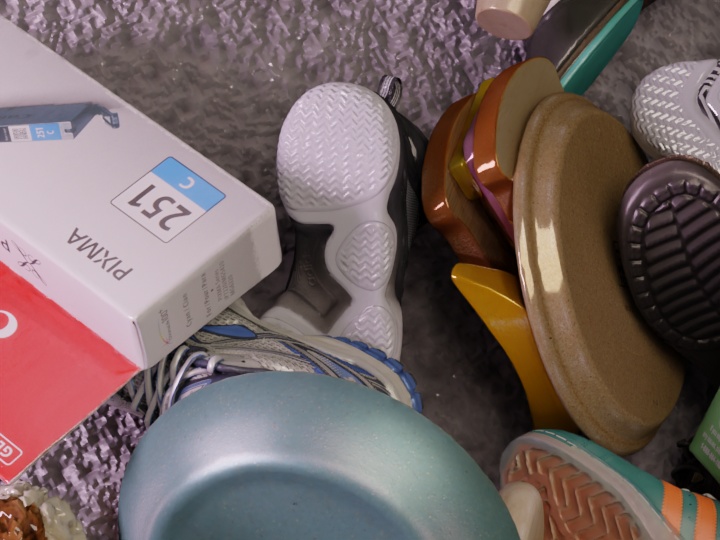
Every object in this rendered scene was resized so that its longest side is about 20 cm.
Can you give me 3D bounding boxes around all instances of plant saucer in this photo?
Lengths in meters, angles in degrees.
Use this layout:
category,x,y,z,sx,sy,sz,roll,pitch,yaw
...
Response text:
category,x,y,z,sx,sy,sz,roll,pitch,yaw
plant saucer,-0.024,0.141,1.322,0.200,0.200,0.036,38,32,-2

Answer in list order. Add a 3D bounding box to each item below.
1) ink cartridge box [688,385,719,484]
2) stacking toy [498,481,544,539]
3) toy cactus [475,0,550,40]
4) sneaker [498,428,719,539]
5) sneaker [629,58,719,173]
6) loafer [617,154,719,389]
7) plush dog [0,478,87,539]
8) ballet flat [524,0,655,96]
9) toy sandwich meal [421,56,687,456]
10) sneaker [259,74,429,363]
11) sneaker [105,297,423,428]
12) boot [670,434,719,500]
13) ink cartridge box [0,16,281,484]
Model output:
category,x,y,z,sx,sy,sz,roll,pitch,yaw
ink cartridge box,0.252,0.035,1.367,0.087,0.145,0.200,23,102,-18
stacking toy,-0.017,0.130,1.378,0.200,0.085,0.085,8,68,11
toy cactus,0.097,-0.192,1.500,0.200,0.102,0.165,6,64,29
sneaker,0.158,0.140,1.397,0.200,0.071,0.080,38,35,18
sneaker,0.228,-0.042,1.513,0.200,0.115,0.075,17,68,-2
loafer,0.183,0.010,1.472,0.073,0.200,0.071,-26,38,11
plush dog,-0.146,0.197,1.284,0.160,0.172,0.200,-33,85,-23
ballet flat,0.137,-0.157,1.547,0.068,0.068,0.200,41,68,15
toy sandwich meal,0.099,-0.001,1.456,0.205,0.070,0.205,34,51,-54
sneaker,0.000,0.000,1.445,0.075,0.114,0.200,10,104,17
sneaker,-0.073,0.050,1.370,0.200,0.085,0.077,14,109,13
boot,0.155,0.160,1.455,0.200,0.069,0.174,21,61,-11
ink cartridge box,-0.168,-0.015,1.369,0.200,0.045,0.176,34,61,30
